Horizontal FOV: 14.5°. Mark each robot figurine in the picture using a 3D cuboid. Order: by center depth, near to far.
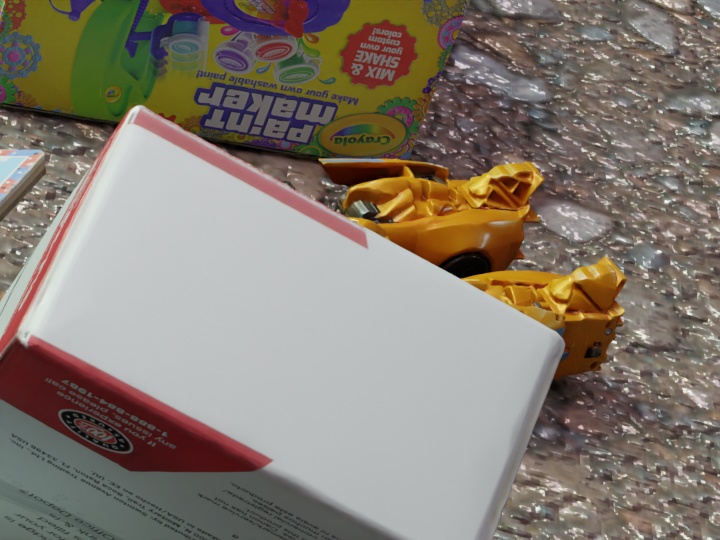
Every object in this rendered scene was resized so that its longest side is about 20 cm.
[{"bbox_3d":[0.000,0.000,1.127,0.199,0.058,0.145,-1,37,-34],"label":"robot figurine"}]

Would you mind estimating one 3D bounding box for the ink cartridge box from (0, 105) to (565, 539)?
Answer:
[{"bbox_3d":[-0.047,0.050,0.862,0.144,0.200,0.084,28,64,-9],"label":"ink cartridge box"}]

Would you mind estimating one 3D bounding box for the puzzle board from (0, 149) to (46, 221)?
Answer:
[{"bbox_3d":[-0.214,-0.002,0.978,0.150,0.018,0.200,2,26,18],"label":"puzzle board"}]

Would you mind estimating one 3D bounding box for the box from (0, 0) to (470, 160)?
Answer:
[{"bbox_3d":[-0.072,-0.159,1.266,0.199,0.123,0.193,8,35,-21],"label":"box"}]
